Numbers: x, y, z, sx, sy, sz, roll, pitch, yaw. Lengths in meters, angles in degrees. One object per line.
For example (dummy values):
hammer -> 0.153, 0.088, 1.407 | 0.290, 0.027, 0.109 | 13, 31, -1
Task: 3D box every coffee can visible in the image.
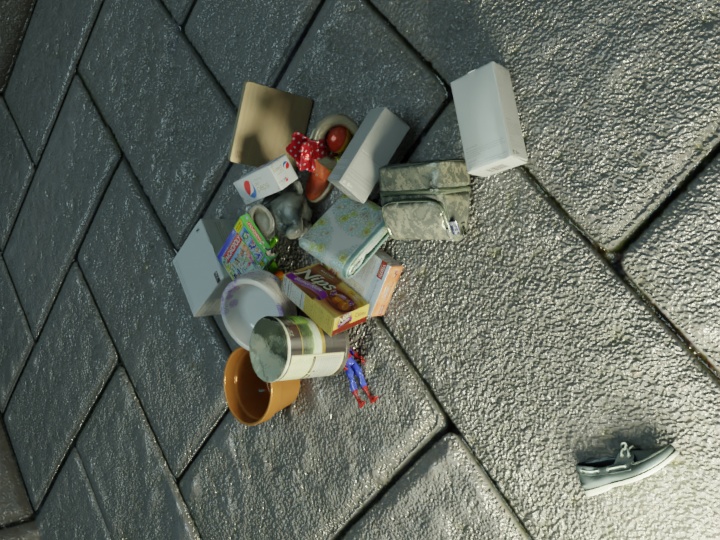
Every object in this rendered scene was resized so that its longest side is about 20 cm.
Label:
coffee can -> -0.142, 0.181, 1.609 | 0.144, 0.197, 0.152 | -2, 87, 43

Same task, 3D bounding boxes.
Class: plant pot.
plant pot -> -0.254, 0.298, 1.825 | 0.196, 0.138, 0.207 | 0, 91, 40

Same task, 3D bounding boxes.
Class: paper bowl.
paper bowl -> -0.249, 0.097, 1.731 | 0.195, 0.104, 0.207 | 10, 115, 22

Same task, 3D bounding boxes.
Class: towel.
towel -> -0.026, -0.090, 1.621 | 0.169, 0.049, 0.200 | 30, 66, 35

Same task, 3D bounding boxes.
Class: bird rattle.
bird rattle -> -0.071, -0.295, 1.637 | 0.166, 0.196, 0.113 | -60, 23, 7

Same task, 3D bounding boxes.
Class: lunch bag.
lunch bag -> 0.142, -0.150, 1.491 | 0.196, 0.138, 0.174 | 2, 101, 39

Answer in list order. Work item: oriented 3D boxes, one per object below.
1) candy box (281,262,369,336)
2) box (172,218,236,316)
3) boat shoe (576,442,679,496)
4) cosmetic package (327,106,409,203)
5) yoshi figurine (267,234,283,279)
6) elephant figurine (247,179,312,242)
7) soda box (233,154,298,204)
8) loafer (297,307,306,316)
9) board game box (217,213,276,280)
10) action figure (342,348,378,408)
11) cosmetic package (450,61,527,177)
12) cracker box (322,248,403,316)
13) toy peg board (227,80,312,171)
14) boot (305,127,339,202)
candy box -> -0.085, 0.065, 1.626 | 0.199, 0.115, 0.058 | 39, 131, 34
box -> -0.420, -0.008, 1.970 | 0.200, 0.129, 0.202 | -45, 62, 35
boat shoe -> 0.475, 0.347, 1.235 | 0.199, 0.072, 0.063 | -41, 69, 39
cosmetic package -> 0.017, -0.266, 1.563 | 0.202, 0.089, 0.107 | -55, 20, -1
yoshi figurine -> -0.278, -0.058, 1.877 | 0.110, 0.111, 0.205 | -31, 68, 23
elephant figurine -> -0.231, -0.134, 1.767 | 0.194, 0.141, 0.160 | 2, 77, 16
soda box -> -0.242, -0.227, 1.729 | 0.198, 0.063, 0.069 | -10, 114, 54
loafer -> -0.140, 0.139, 1.771 | 0.199, 0.070, 0.074 | 42, 115, 33
board game box -> -0.299, -0.037, 1.782 | 0.136, 0.029, 0.200 | 53, 140, 8
action figure -> -0.024, 0.232, 1.676 | 0.203, 0.064, 0.052 | 59, 145, 22
cosmetic package -> 0.265, -0.310, 1.416 | 0.111, 0.080, 0.207 | -14, 80, 39
cracker box -> 0.000, 0.000, 1.659 | 0.199, 0.057, 0.137 | 38, 115, 35
toy peg board -> -0.252, -0.378, 1.802 | 0.097, 0.195, 0.206 | 32, 110, 52
boot -> -0.110, -0.268, 1.725 | 0.075, 0.106, 0.204 | 39, 116, 35
